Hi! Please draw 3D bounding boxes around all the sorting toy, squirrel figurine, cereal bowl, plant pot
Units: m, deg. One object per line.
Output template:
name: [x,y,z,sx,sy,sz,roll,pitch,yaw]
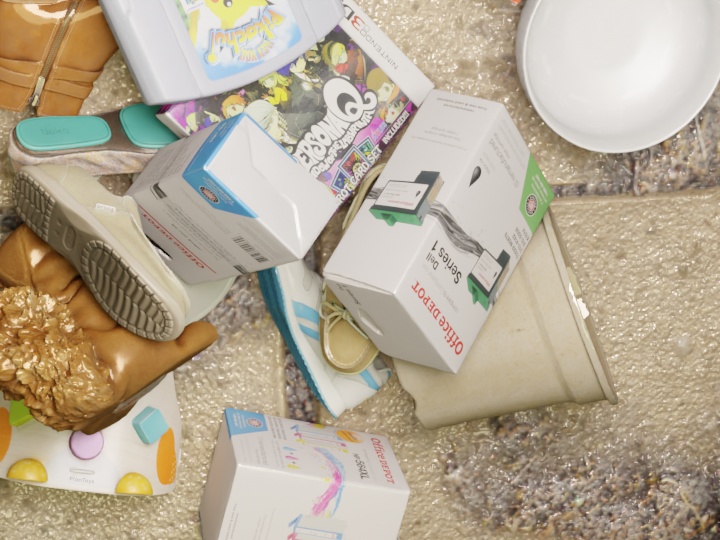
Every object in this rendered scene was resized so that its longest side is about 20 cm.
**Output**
sorting toy: [-0.258,0.115,1.412,0.199,0.107,0.181,8,89,-13]
squirrel figurine: [-0.261,0.042,1.283,0.141,0.200,0.187,-39,85,28]
cereal bowl: [0.235,-0.215,1.371,0.199,0.083,0.201,-3,111,-8]
plant pot: [0.126,0.060,1.409,0.183,0.201,0.201,-19,113,10]

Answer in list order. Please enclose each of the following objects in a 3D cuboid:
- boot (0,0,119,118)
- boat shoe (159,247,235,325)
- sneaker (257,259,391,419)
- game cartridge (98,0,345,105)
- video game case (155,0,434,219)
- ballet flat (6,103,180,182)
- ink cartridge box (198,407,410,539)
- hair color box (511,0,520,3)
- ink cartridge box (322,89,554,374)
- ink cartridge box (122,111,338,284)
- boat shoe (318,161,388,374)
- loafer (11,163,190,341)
boot: [-0.232,-0.199,1.301,0.199,0.077,0.156,8,116,-24]
boat shoe: [-0.147,-0.028,1.387,0.073,0.062,0.200,26,106,-35]
sneaker: [-0.038,0.043,1.429,0.081,0.076,0.201,-30,117,-11]
game cartridge: [-0.113,-0.225,1.261,0.199,0.040,0.134,-29,107,-20]
video game case: [-0.055,-0.153,1.330,0.181,0.036,0.200,44,76,-21]
ballet flat: [-0.221,-0.110,1.337,0.199,0.068,0.067,-4,141,-22]
ink cartridge box: [-0.046,0.232,1.461,0.199,0.129,0.126,11,108,-15]
hair color box: [0.159,-0.342,1.301,0.061,0.102,0.201,28,103,-18]
ink cartridge box: [0.072,-0.032,1.292,0.201,0.084,0.146,-60,141,-18]
ink cartridge box: [-0.124,-0.056,1.269,0.116,0.200,0.068,44,62,-21]
boat shoe: [0.003,0.000,1.341,0.073,0.063,0.202,22,101,12]
loafer: [-0.208,-0.025,1.249,0.200,0.068,0.076,45,138,12]
